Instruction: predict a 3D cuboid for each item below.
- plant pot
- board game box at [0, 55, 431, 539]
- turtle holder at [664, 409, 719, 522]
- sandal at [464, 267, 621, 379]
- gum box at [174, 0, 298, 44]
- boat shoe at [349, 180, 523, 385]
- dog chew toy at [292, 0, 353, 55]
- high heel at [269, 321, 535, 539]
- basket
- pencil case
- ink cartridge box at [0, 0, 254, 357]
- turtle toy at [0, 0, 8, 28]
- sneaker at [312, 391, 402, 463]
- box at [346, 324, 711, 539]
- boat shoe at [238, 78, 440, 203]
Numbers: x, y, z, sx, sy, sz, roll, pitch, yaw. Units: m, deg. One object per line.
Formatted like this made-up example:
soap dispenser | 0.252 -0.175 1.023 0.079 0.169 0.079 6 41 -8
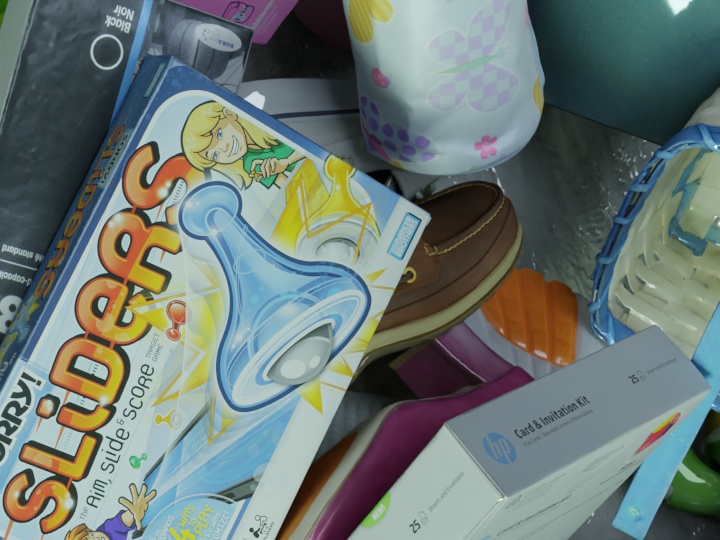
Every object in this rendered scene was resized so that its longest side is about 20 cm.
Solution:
plant pot | 0.155 -0.137 1.064 0.199 0.200 0.136 16 97 -24
board game box | -0.072 0.034 0.835 0.135 0.034 0.201 29 82 -25
turtle holder | 0.236 0.083 1.091 0.141 0.184 0.133 34 53 -62
sandal | 0.040 0.029 1.033 0.205 0.059 0.080 26 50 -2
gum box | -0.103 -0.204 0.938 0.113 0.066 0.201 8 45 -40
boat shoe | -0.001 0.000 0.931 0.199 0.072 0.068 -31 117 -36
dog chew toy | 0.034 -0.190 0.983 0.123 0.200 0.126 13 55 -19
high heel | 0.029 0.100 0.908 0.096 0.067 0.200 48 33 -6
basket | 0.177 0.009 0.958 0.138 0.177 0.200 30 52 10
pencil case | 0.033 -0.139 0.899 0.090 0.083 0.201 -26 134 -21
ink cartridge box | -0.117 -0.018 0.848 0.099 0.039 0.202 15 90 -28
turtle toy | -0.140 -0.069 0.926 0.144 0.101 0.202 4 78 -27
sneaker | -0.023 0.107 0.971 0.199 0.080 0.079 6 32 -41
box | 0.039 0.117 0.857 0.155 0.200 0.041 -20 64 -49
boat shoe | 0.006 -0.056 1.006 0.199 0.072 0.066 -3 79 -45
